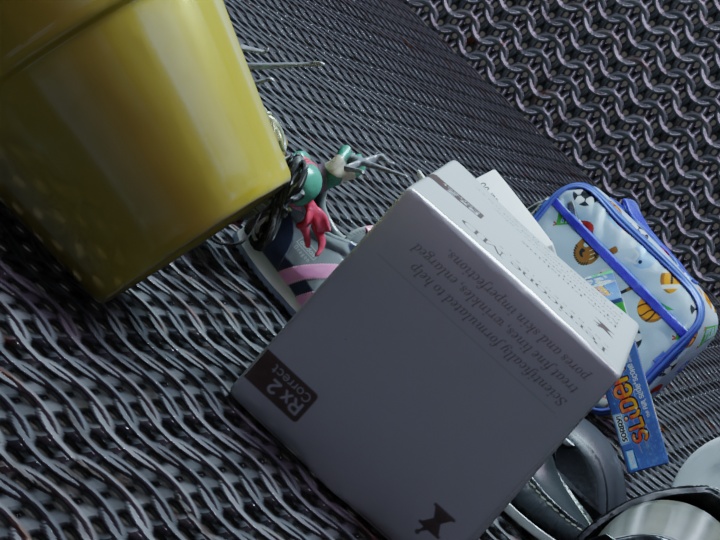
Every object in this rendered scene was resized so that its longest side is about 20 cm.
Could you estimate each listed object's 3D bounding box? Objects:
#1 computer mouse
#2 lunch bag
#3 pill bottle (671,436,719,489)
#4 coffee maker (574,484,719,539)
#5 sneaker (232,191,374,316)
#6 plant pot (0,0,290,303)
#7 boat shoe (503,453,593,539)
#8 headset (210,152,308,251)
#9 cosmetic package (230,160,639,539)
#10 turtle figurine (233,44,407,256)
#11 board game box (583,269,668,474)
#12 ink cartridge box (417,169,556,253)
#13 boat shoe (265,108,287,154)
[{"bbox_3d":[0.130,0.108,1.777,0.200,0.046,0.140,48,11,25],"label":"computer mouse"},{"bbox_3d":[0.210,0.022,2.083,0.200,0.160,0.076,48,12,24],"label":"lunch bag"},{"bbox_3d":[0.350,0.219,1.925,0.200,0.120,0.120,31,16,-44],"label":"pill bottle"},{"bbox_3d":[0.188,0.223,1.325,0.192,0.135,0.200,44,12,7],"label":"coffee maker"},{"bbox_3d":[0.000,0.016,1.589,0.200,0.082,0.070,47,10,20],"label":"sneaker"},{"bbox_3d":[-0.140,-0.095,1.297,0.189,0.201,0.201,56,11,-1],"label":"plant pot"},{"bbox_3d":[0.097,0.112,1.616,0.200,0.060,0.076,46,12,18],"label":"boat shoe"},{"bbox_3d":[-0.132,-0.078,1.471,0.200,0.094,0.123,33,9,14],"label":"headset"},{"bbox_3d":[0.051,0.053,1.412,0.165,0.165,0.200,41,11,2],"label":"cosmetic package"},{"bbox_3d":[-0.077,-0.082,1.554,0.200,0.101,0.150,13,-25,39],"label":"turtle figurine"},{"bbox_3d":[0.208,0.077,1.882,0.200,0.034,0.136,-50,124,-83],"label":"board game box"},{"bbox_3d":[0.117,0.005,1.874,0.117,0.067,0.200,56,-8,48],"label":"ink cartridge box"},{"bbox_3d":[-0.097,-0.115,1.803,0.073,0.063,0.201,46,12,20],"label":"boat shoe"}]
